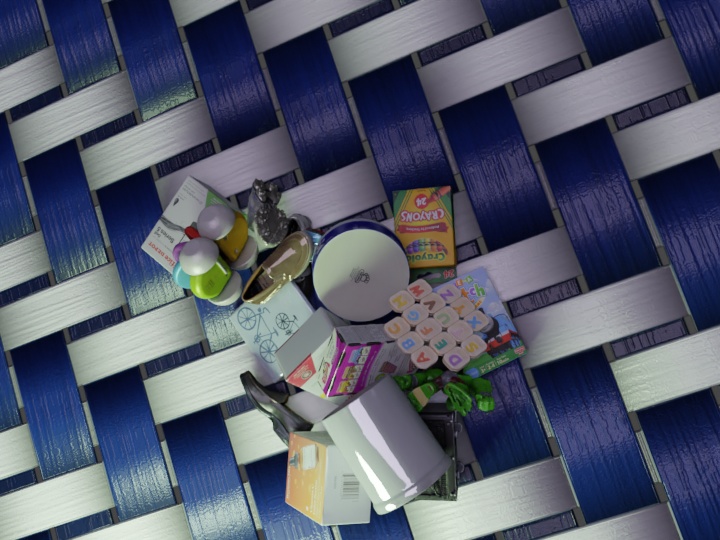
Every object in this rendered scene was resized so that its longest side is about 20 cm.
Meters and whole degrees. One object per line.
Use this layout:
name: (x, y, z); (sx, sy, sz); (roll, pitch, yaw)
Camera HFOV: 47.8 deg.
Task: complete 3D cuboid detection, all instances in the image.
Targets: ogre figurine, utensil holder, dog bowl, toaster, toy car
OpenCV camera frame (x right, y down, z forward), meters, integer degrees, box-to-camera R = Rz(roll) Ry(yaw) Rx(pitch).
ogre figurine: (0.175, 0.225, 1.558); (0.199, 0.120, 0.099); (-14, 91, 31)
utensil holder: (0.047, 0.316, 1.504); (0.170, 0.170, 0.200); (-34, 86, 9)
dog bowl: (0.000, 0.000, 1.658); (0.199, 0.079, 0.201); (-1, 108, -3)
toaster: (0.106, 0.367, 1.642); (0.199, 0.119, 0.182); (-3, 92, 14)
toy car: (-0.318, -0.036, 1.686); (0.149, 0.175, 0.201); (8, 61, 26)

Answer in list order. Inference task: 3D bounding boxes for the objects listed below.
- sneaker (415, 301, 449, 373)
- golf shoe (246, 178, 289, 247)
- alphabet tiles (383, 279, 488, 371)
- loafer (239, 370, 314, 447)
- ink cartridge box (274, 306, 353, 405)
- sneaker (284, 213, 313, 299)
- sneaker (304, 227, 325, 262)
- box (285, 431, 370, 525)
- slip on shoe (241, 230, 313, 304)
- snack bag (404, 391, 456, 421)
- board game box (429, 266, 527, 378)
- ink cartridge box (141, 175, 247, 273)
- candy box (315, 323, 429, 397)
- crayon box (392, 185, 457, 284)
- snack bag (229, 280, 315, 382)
sneaker: (0.148, 0.127, 1.696); (0.081, 0.073, 0.201); (-2, 74, -9)
golf shoe: (-0.209, -0.104, 1.765); (0.097, 0.078, 0.201); (-57, 28, 35)
alphabet tiles: (0.150, 0.104, 1.584); (0.195, 0.015, 0.200); (-30, 64, -30)
loafer: (-0.183, 0.290, 1.765); (0.072, 0.073, 0.200); (-41, 87, 0)
ink cartridge box: (-0.054, 0.183, 1.664); (0.145, 0.200, 0.083); (-45, 45, 10)
sneaker: (-0.146, -0.025, 1.770); (0.074, 0.088, 0.201); (-4, 86, 12)
sneaker: (-0.046, -0.010, 1.734); (0.199, 0.079, 0.096); (28, 96, -5)
box: (-0.065, 0.415, 1.645); (0.106, 0.200, 0.153); (5, 85, -26)
slip on shoe: (-0.177, -0.003, 1.697); (0.200, 0.061, 0.076); (-43, 74, 23)
snack bag: (0.111, 0.281, 1.714); (0.188, 0.021, 0.201); (0, 85, 13)
board game box: (0.229, 0.111, 1.661); (0.151, 0.037, 0.201); (-23, 78, -16)
ink cartridge box: (-0.373, -0.086, 1.822); (0.145, 0.084, 0.200); (36, 94, 24)
candy box: (0.026, 0.173, 1.600); (0.061, 0.199, 0.137); (55, 135, 43)
crayon box: (0.138, -0.073, 1.722); (0.126, 0.051, 0.201); (-5, 85, 13)
snack bag: (-0.178, 0.113, 1.765); (0.200, 0.021, 0.189); (-44, 75, 25)
